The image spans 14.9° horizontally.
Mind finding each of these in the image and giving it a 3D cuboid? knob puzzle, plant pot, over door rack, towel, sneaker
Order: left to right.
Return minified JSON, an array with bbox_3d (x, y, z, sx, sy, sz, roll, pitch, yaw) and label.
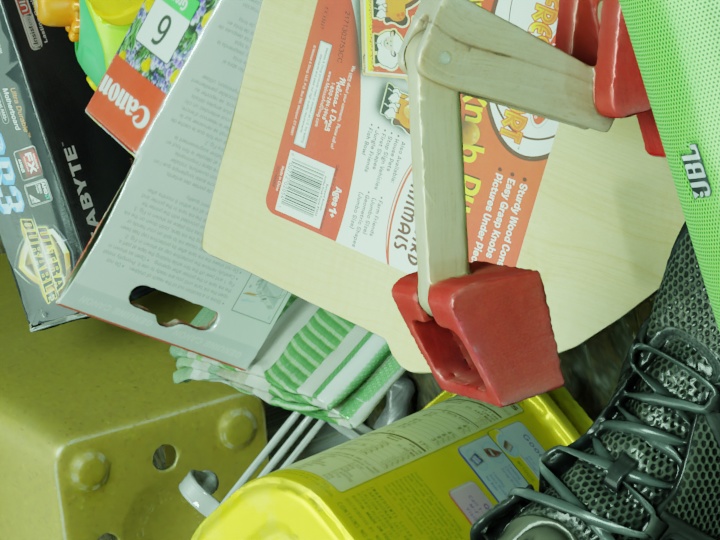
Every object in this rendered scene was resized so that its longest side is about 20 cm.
[{"bbox_3d":[-0.139,0.106,1.411,0.200,0.193,0.197,23,122,57],"label":"plant pot"},{"bbox_3d":[0.000,0.000,1.171,0.023,0.153,0.200,46,166,-19],"label":"towel"},{"bbox_3d":[0.001,0.152,1.221,0.200,0.148,0.067,39,-171,0],"label":"over door rack"},{"bbox_3d":[0.049,-0.054,1.033,0.218,0.030,0.221,6,103,27],"label":"knob puzzle"},{"bbox_3d":[0.104,0.066,0.965,0.076,0.114,0.200,36,127,33],"label":"sneaker"}]

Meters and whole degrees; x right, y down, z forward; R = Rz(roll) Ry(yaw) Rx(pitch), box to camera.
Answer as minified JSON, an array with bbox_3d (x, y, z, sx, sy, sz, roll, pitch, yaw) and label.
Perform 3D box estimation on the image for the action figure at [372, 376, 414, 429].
[{"bbox_3d":[0.024,0.167,1.324,0.200,0.104,0.194,-95,-10,-63],"label":"action figure"}]

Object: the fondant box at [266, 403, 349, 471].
[{"bbox_3d":[-0.039,0.169,1.543,0.144,0.058,0.201,26,132,62],"label":"fondant box"}]

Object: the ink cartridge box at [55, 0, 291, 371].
[{"bbox_3d":[-0.045,-0.068,1.108,0.050,0.109,0.201,40,103,48],"label":"ink cartridge box"}]

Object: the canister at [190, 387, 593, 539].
[{"bbox_3d":[0.036,0.124,1.065,0.087,0.200,0.149,-43,77,28],"label":"canister"}]

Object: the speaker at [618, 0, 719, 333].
[{"bbox_3d":[0.134,-0.043,0.858,0.088,0.088,0.201,0,109,69],"label":"speaker"}]

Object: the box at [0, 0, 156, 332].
[{"bbox_3d":[-0.128,-0.088,1.363,0.198,0.049,0.201,-26,-81,-66],"label":"box"}]

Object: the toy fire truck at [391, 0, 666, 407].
[{"bbox_3d":[0.064,-0.070,0.929,0.049,0.140,0.201,11,120,66],"label":"toy fire truck"}]

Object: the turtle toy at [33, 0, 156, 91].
[{"bbox_3d":[-0.068,-0.143,1.183,0.101,0.201,0.146,3,149,40],"label":"turtle toy"}]
